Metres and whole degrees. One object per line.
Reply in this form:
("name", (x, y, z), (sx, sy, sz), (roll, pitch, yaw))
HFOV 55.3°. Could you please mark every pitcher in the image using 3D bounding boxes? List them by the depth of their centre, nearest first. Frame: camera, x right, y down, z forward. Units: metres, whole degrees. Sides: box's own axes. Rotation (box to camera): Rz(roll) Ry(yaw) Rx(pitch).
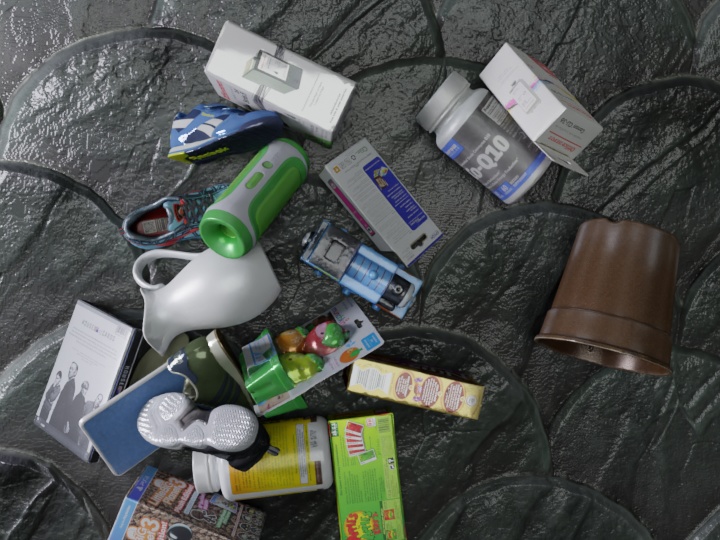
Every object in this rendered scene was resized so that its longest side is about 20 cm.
("pitcher", (-0.234, 0.014, 1.029), (0.200, 0.121, 0.172), (-25, 65, -5))

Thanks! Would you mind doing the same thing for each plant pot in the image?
("plant pot", (0.388, 0.038, 1.042), (0.200, 0.200, 0.199), (18, 81, -4))

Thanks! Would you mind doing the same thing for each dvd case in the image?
("dvd case", (-0.401, 0.158, 1.010), (0.150, 0.025, 0.200), (18, 88, 35))

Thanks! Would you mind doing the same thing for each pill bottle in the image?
("pill bottle", (-0.145, 0.282, 1.030), (0.200, 0.109, 0.109), (-6, 90, -5))
("pill bottle", (0.189, -0.206, 1.057), (0.200, 0.114, 0.114), (39, 87, -3))

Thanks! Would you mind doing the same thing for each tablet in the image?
("tablet", (-0.291, 0.199, 0.996), (0.200, 0.014, 0.130), (-34, 133, -24))

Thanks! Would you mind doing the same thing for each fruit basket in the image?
("fruit basket", (-0.079, 0.114, 1.002), (0.200, 0.185, 0.094), (-35, 114, -2))

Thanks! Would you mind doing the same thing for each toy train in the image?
("toy train", (0.000, 0.000, 1.040), (0.200, 0.114, 0.087), (32, 88, -3))

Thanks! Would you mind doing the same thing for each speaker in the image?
("speaker", (-0.150, -0.109, 0.999), (0.088, 0.088, 0.200), (34, 51, -4))

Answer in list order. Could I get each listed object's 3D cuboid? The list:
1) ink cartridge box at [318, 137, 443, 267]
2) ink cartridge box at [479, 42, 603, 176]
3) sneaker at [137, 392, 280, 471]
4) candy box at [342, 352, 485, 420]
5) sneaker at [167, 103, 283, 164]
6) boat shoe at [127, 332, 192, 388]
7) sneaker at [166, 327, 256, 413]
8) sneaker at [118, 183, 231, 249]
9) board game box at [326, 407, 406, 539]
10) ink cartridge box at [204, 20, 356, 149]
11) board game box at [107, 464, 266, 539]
("ink cartridge box", (0.033, -0.103, 1.066), (0.095, 0.037, 0.200), (-41, 91, -30))
("ink cartridge box", (0.277, -0.236, 1.014), (0.068, 0.116, 0.200), (-48, 54, 30))
("sneaker", (-0.207, 0.228, 0.945), (0.200, 0.114, 0.076), (1, 57, 28))
("candy box", (0.076, 0.170, 1.045), (0.200, 0.117, 0.057), (12, 89, -4))
("sneaker", (-0.205, -0.215, 1.016), (0.200, 0.074, 0.082), (-7, 78, 26))
("boat shoe", (-0.312, 0.187, 1.044), (0.074, 0.063, 0.202), (19, 76, 35))
("sneaker", (-0.214, 0.165, 1.000), (0.090, 0.200, 0.067), (-24, 49, -8))
("sneaker", (-0.260, -0.078, 1.029), (0.200, 0.096, 0.079), (-20, 92, -4))
("board game box", (0.009, 0.323, 1.073), (0.101, 0.048, 0.200), (-6, 90, -4))
("ink cartridge box", (-0.116, -0.269, 1.017), (0.200, 0.146, 0.084), (25, 89, -4))
("board game box", (-0.265, 0.411, 1.012), (0.200, 0.097, 0.160), (23, 100, -4))
